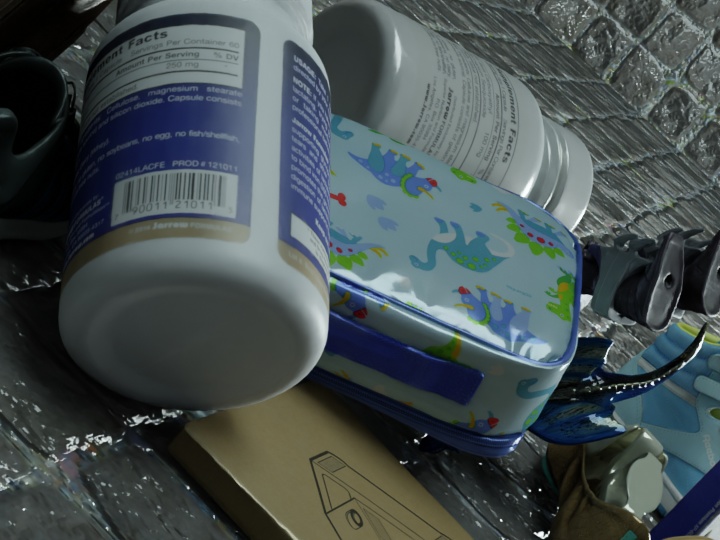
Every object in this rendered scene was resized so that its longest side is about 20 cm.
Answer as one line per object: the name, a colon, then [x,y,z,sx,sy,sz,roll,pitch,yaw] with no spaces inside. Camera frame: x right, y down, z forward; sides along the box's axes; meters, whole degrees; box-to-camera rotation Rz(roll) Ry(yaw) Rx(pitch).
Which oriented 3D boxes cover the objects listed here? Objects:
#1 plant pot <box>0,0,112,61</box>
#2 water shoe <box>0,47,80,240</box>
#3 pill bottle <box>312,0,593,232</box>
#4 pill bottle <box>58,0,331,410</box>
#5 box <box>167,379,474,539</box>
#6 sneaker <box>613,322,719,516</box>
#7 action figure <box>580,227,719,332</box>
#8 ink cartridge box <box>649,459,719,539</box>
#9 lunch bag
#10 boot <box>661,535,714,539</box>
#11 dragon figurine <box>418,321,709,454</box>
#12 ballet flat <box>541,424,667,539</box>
plant pot: [-0.215,-0.182,0.851,0.199,0.200,0.200,50,15,0]
water shoe: [-0.152,-0.060,0.845,0.071,0.079,0.200,42,15,0]
pill bottle: [0.049,-0.081,1.139,0.199,0.115,0.115,23,24,-40]
pill bottle: [-0.070,-0.049,0.823,0.115,0.115,0.201,31,45,-34]
box: [0.016,0.135,0.836,0.200,0.021,0.163,46,15,12]
sneaker: [0.256,0.120,1.255,0.200,0.131,0.079,47,15,17]
action figure: [0.117,-0.002,1.080,0.199,0.070,0.130,4,-7,44]
ink cartridge box: [0.215,0.158,1.116,0.037,0.095,0.200,47,16,22]
lunch bag: [0.013,0.003,0.951,0.199,0.083,0.161,23,31,-6]
boot: [0.222,0.225,0.997,0.201,0.071,0.144,31,15,-50]
dragon figurine: [0.116,0.070,1.046,0.099,0.198,0.059,126,-45,-83]
ballet flat: [0.146,0.129,1.072,0.068,0.072,0.200,44,15,-3]
